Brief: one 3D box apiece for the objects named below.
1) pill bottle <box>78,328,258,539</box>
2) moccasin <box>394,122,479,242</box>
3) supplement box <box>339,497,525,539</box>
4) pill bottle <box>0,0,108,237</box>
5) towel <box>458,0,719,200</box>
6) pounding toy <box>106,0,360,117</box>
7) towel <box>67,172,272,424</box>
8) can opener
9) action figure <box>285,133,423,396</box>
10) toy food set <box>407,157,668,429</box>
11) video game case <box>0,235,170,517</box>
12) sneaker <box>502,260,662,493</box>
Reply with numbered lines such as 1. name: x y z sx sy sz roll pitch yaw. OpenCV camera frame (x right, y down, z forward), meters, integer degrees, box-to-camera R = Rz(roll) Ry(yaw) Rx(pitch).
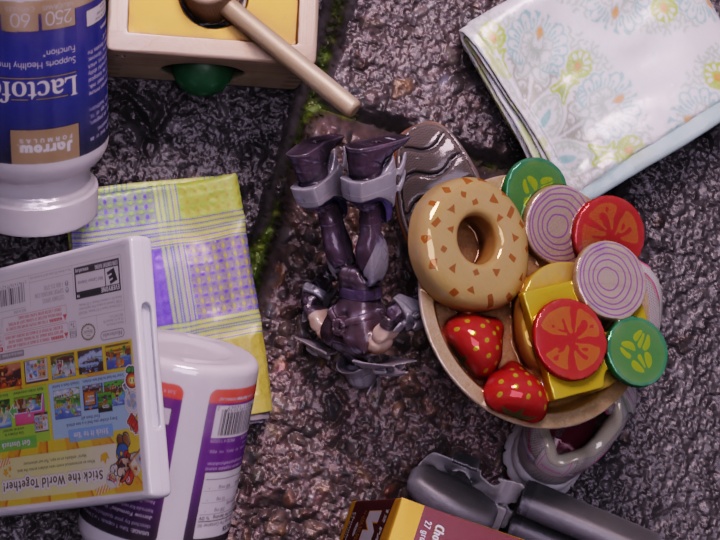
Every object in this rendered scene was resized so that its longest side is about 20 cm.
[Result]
1. pill bottle: -0.145 0.151 1.662 0.111 0.111 0.200 10 100 -9
2. moccasin: 0.079 -0.017 1.750 0.074 0.078 0.202 -27 95 1
3. supplement box: 0.080 0.259 1.659 0.197 0.200 0.133 20 80 -8
4. pill bottle: -0.240 -0.133 1.653 0.116 0.116 0.200 -5 116 -11
5. towel: 0.197 -0.162 1.805 0.200 0.048 0.171 -30 90 -12
6. pounding toy: -0.098 -0.208 1.707 0.184 0.142 0.200 3 83 -9
7. towel: -0.147 0.030 1.734 0.143 0.023 0.200 -6 85 -10
8. can opener: 0.129 0.194 1.732 0.200 0.053 0.067 20 40 1
9. action figure: 0.000 0.000 1.704 0.069 0.130 0.200 -24 115 -49
10. toy food set: 0.133 0.016 1.678 0.198 0.049 0.200 -13 81 -27
11. video game case: -0.212 0.080 1.638 0.023 0.200 0.182 2 81 -45
12. sneaker: 0.183 0.082 1.754 0.081 0.088 0.200 24 80 -7
